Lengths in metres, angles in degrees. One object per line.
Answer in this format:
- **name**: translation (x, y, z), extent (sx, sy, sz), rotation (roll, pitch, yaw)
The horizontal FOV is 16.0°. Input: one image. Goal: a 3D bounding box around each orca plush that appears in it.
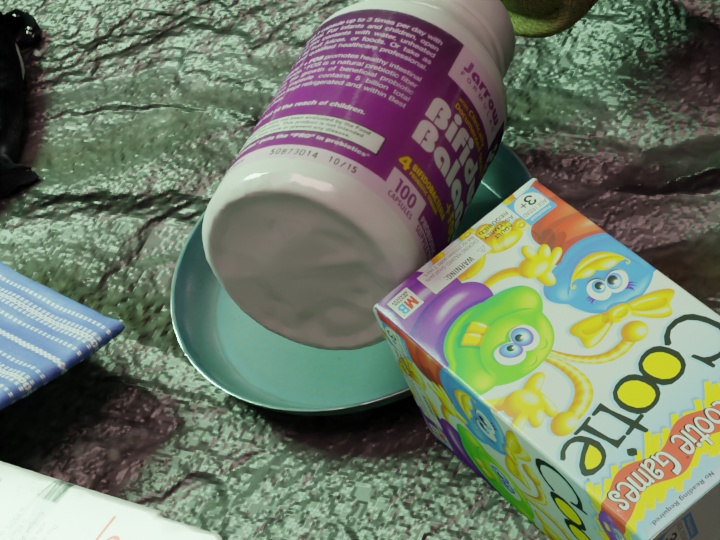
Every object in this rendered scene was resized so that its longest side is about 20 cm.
- **orca plush**: translation (-0.248, -0.125, 1.505), extent (0.105, 0.071, 0.200), rotation (-16, 46, 9)

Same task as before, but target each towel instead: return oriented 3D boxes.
- **towel**: translation (-0.239, 0.052, 1.300), extent (0.200, 0.024, 0.145), rotation (-32, 36, -30)

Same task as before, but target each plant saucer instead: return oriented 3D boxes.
- **plant saucer**: translation (0.000, 0.000, 1.319), extent (0.200, 0.027, 0.200), rotation (-11, 47, 12)

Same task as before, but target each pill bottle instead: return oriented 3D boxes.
- **pill bottle**: translation (0.008, -0.064, 1.268), extent (0.112, 0.112, 0.200), rotation (3, 42, 25)

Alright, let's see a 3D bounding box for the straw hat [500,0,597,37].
- **straw hat**: translation (0.091, -0.170, 1.337), extent (0.201, 0.201, 0.085), rotation (28, 78, 38)

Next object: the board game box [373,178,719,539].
- **board game box**: translation (0.114, 0.066, 1.155), extent (0.103, 0.105, 0.200), rotation (-38, 46, -13)

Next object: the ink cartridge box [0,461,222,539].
- **ink cartridge box**: translation (-0.150, 0.162, 1.190), extent (0.200, 0.068, 0.116), rotation (12, 56, 40)
